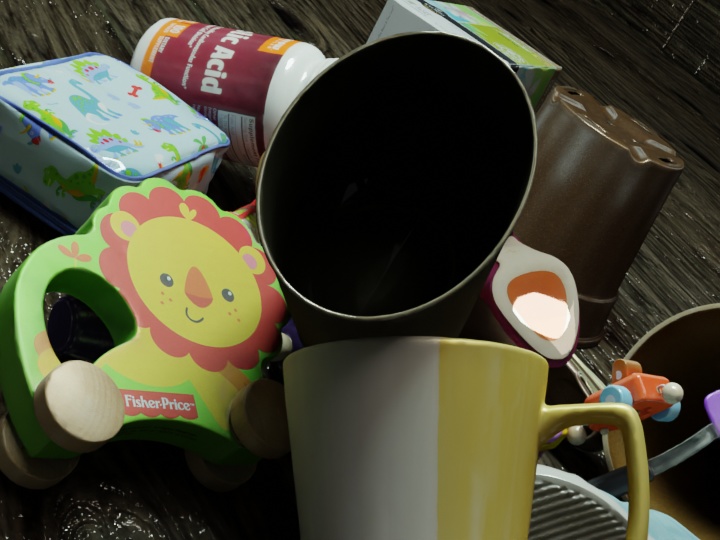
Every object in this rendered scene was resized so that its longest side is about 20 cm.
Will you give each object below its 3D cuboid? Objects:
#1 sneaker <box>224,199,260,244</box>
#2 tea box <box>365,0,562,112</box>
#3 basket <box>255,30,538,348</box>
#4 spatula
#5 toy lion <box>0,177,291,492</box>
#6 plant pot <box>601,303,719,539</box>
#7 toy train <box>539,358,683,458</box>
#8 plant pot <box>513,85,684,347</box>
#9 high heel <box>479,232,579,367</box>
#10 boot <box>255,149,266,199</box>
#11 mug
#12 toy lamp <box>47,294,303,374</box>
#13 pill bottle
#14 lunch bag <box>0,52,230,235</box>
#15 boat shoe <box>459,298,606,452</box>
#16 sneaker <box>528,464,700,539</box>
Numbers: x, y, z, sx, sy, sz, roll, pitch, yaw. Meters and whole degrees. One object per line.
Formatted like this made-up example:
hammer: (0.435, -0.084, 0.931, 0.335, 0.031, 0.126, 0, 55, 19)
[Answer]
sneaker: (-0.105, -0.028, 0.943, 0.084, 0.078, 0.200, 21, 20, 3)
tea box: (0.078, -0.159, 1.263, 0.133, 0.201, 0.196, 37, 24, 19)
basket: (0.015, -0.012, 0.721, 0.135, 0.200, 0.181, 29, 67, 10)
spatula: (0.222, 0.135, 0.879, 0.057, 0.199, 0.021, 66, 9, 30)
toy lion: (-0.122, 0.028, 0.720, 0.199, 0.069, 0.193, 10, 53, -42)
plant pot: (0.314, 0.144, 0.976, 0.186, 0.187, 0.200, 46, 8, 35)
toy train: (0.127, 0.091, 0.877, 0.198, 0.150, 0.056, 7, 60, -35)
plant pot: (0.210, -0.062, 1.227, 0.199, 0.199, 0.201, 26, 23, -12)
high heel: (0.120, 0.023, 0.943, 0.067, 0.097, 0.201, -6, 41, -6)
boot: (0.000, 0.000, 0.925, 0.201, 0.073, 0.155, 60, 9, 32)
mug: (0.042, 0.123, 0.653, 0.149, 0.185, 0.155, 18, 68, -45)
toy lamp: (-0.110, 0.044, 0.806, 0.199, 0.059, 0.058, 6, 32, -42)
pill bottle: (-0.094, -0.150, 1.072, 0.198, 0.115, 0.114, 14, 17, 20)
lunch bag: (-0.206, -0.100, 0.954, 0.160, 0.083, 0.200, 34, 23, 7)
boat shoe: (0.132, 0.069, 1.008, 0.202, 0.075, 0.075, 39, 11, 21)
sneaker: (0.176, 0.190, 0.843, 0.199, 0.074, 0.082, 35, 14, -10)
